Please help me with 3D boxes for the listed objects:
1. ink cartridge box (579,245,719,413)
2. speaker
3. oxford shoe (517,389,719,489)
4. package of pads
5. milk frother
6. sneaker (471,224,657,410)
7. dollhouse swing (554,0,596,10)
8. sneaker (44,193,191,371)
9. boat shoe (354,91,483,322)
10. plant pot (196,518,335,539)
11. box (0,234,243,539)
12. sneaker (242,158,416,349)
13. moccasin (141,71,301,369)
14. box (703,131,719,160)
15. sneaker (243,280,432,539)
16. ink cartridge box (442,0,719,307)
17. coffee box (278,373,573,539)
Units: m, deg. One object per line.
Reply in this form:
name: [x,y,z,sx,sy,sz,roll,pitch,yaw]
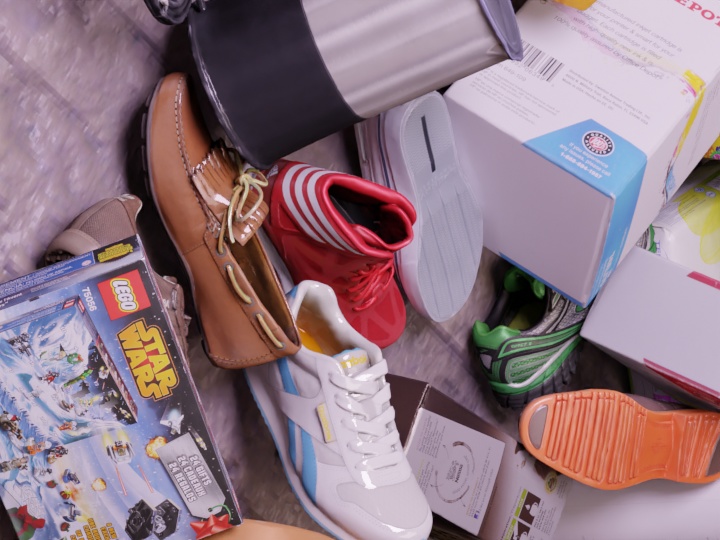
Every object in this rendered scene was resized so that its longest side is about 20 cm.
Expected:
ink cartridge box: [0.285,0.070,1.773,0.200,0.145,0.084,31,84,-49]
speaker: [0.227,0.181,1.800,0.081,0.198,0.082,-4,90,-71]
oxford shoe: [0.186,0.123,1.711,0.199,0.073,0.072,12,94,-35]
package of pads: [0.282,0.024,1.928,0.154,0.068,0.202,-31,120,-41]
milk frother: [-0.025,-0.180,1.417,0.182,0.187,0.200,69,14,5]
sneaker: [0.161,0.012,1.783,0.200,0.078,0.085,-52,132,-26]
dollhouse swing: [0.165,-0.310,1.575,0.200,0.182,0.176,47,23,-5]
sneaker: [-0.132,0.044,1.473,0.076,0.070,0.201,-47,132,-36]
boat shoe: [0.038,-0.057,1.639,0.073,0.067,0.201,-32,132,-30]
plant pot: [-0.081,0.245,1.504,0.200,0.199,0.141,28,61,-47]
box: [-0.166,0.091,1.412,0.136,0.040,0.201,-19,118,-3]
sneaker: [0.000,0.000,1.573,0.200,0.115,0.079,45,66,-43]
moccasin: [-0.087,-0.032,1.479,0.074,0.077,0.203,-51,128,-66]
box: [0.329,-0.147,1.845,0.199,0.192,0.123,2,98,-47]
sneaker: [-0.011,0.100,1.523,0.076,0.201,0.081,-10,147,-39]
ink cartridge box: [0.167,-0.113,1.673,0.200,0.146,0.147,-48,161,-29]
coffee box: [0.050,0.142,1.665,0.200,0.112,0.080,34,74,-47]
